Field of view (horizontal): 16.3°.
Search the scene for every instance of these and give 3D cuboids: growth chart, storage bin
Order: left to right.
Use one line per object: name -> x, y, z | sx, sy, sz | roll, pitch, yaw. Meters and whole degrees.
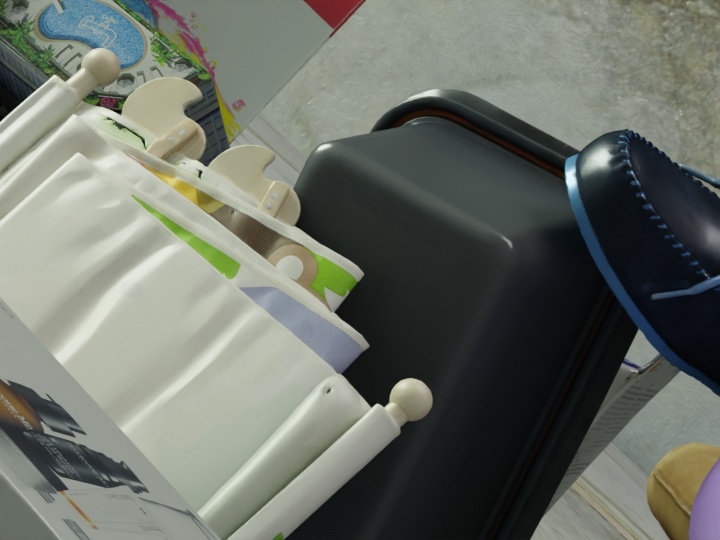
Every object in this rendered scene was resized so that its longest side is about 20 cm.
growth chart -> -0.072, 0.015, 0.808 | 0.200, 0.145, 0.018 | 44, -21, 29
storage bin -> -0.001, 0.034, 0.896 | 0.145, 0.201, 0.134 | 30, 10, 17

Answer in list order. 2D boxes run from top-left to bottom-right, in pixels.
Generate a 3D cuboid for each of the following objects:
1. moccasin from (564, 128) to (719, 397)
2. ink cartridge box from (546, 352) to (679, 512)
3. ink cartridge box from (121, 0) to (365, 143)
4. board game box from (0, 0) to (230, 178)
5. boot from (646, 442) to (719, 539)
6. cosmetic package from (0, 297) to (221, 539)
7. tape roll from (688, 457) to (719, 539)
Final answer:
moccasin -> 0.150, 0.007, 0.894 | 0.200, 0.068, 0.081 | 37, 37, -37
ink cartridge box -> 0.092, 0.080, 1.199 | 0.041, 0.200, 0.200 | 44, 4, 10
ink cartridge box -> -0.111, -0.124, 1.223 | 0.145, 0.200, 0.145 | 43, -2, -12
board game box -> -0.130, -0.076, 0.975 | 0.200, 0.062, 0.200 | 40, -22, 33
boot -> 0.191, 0.136, 0.948 | 0.175, 0.066, 0.200 | 44, 2, -1
cosmetic package -> -0.108, 0.050, 0.684 | 0.200, 0.052, 0.151 | 45, 2, 19
tape roll -> 0.207, 0.106, 0.807 | 0.199, 0.066, 0.200 | 22, 33, -15
